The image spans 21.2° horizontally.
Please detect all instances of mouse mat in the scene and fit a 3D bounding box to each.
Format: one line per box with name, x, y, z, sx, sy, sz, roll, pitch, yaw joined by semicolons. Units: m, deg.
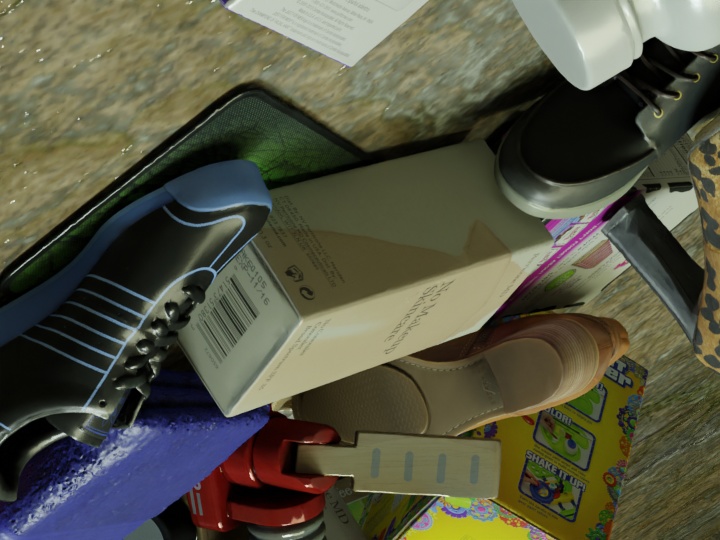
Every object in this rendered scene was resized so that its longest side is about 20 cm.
mouse mat;-0.079;-0.023;0.977;0.161;0.008;0.200;-37;162;11

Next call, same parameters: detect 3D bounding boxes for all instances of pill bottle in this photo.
pill bottle;0.161;-0.167;0.849;0.199;0.111;0.111;-32;162;-2

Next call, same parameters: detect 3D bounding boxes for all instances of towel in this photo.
towel;-0.155;0.118;1.034;0.200;0.050;0.147;-39;162;21

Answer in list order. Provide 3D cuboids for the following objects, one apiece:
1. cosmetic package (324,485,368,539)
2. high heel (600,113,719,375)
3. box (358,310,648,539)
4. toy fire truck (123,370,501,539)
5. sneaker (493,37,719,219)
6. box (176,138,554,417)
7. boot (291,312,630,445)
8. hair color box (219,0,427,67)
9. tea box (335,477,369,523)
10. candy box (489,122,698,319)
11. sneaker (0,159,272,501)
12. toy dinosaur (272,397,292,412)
cosmetic package;-0.100;0.194;1.335;0.199;0.102;0.071;-14;153;-46
high heel;0.236;-0.023;1.071;0.071;0.143;0.200;-34;170;-41
box;0.093;0.160;1.406;0.200;0.122;0.193;-52;-168;44
toy fire truck;-0.028;0.150;1.124;0.199;0.177;0.128;4;-161;38
sneaker;0.157;-0.112;1.057;0.200;0.075;0.106;-35;161;-27
box;0.000;0.000;1.032;0.199;0.078;0.095;-17;154;-42
boot;0.069;0.065;1.238;0.199;0.077;0.155;-19;177;24
hair color box;0.033;-0.169;0.707;0.200;0.065;0.109;-37;161;16
tea box;0.020;0.275;1.586;0.199;0.197;0.134;-17;156;-42
candy box;0.121;-0.032;1.197;0.136;0.061;0.200;-43;159;30
sneaker;-0.115;0.030;0.916;0.200;0.078;0.070;-36;161;8
toy dinosaur;-0.098;0.122;1.261;0.200;0.058;0.101;-38;148;-9
